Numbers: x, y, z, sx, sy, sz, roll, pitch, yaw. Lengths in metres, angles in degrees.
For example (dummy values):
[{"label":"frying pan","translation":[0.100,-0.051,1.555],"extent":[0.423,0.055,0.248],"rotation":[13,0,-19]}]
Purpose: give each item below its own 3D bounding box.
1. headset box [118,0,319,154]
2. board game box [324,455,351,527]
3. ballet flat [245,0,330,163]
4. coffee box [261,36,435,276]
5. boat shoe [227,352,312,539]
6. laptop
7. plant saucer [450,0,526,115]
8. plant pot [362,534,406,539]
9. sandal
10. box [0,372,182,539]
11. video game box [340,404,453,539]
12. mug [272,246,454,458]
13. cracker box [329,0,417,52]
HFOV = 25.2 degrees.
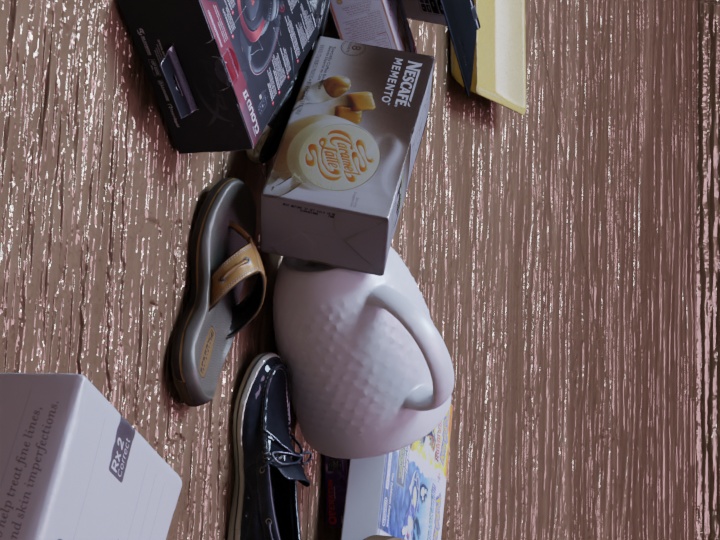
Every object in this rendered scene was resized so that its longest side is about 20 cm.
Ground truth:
[{"label":"headset box","translation":[-0.114,-0.202,1.317],"extent":[0.201,0.074,0.150],"rotation":[-66,146,-46]},{"label":"board game box","translation":[0.012,0.192,1.654],"extent":[0.200,0.032,0.122],"rotation":[4,88,-68]},{"label":"ballet flat","translation":[-0.074,-0.185,1.470],"extent":[0.067,0.056,0.202],"rotation":[104,2,-64]},{"label":"coffee box","translation":[-0.009,-0.104,1.420],"extent":[0.080,0.113,0.201],"rotation":[94,11,-51]},{"label":"boat shoe","translation":[-0.075,0.172,1.404],"extent":[0.075,0.062,0.202],"rotation":[31,59,-61]},{"label":"laptop","translation":[0.046,-0.298,1.623],"extent":[0.116,0.199,0.188],"rotation":[-43,131,-29]},{"label":"plant saucer","translation":[0.156,-0.305,2.012],"extent":[0.200,0.048,0.203],"rotation":[7,82,-66]},{"label":"plant pot","translation":[-0.017,0.339,1.474],"extent":[0.200,0.092,0.203],"rotation":[-20,113,-61]},{"label":"sandal","translation":[-0.109,0.018,1.338],"extent":[0.082,0.054,0.202],"rotation":[58,37,-50]},{"label":"box","translation":[-0.226,0.170,0.859],"extent":[0.131,0.198,0.201],"rotation":[58,38,-51]},{"label":"video game box","translation":[0.040,0.206,1.630],"extent":[0.182,0.046,0.202],"rotation":[47,46,-62]},{"label":"mug","translation":[0.010,0.062,1.446],"extent":[0.147,0.199,0.177],"rotation":[-32,120,-29]},{"label":"cracker box","translation":[0.011,-0.255,1.606],"extent":[0.135,0.057,0.201],"rotation":[-90,165,-51]}]
